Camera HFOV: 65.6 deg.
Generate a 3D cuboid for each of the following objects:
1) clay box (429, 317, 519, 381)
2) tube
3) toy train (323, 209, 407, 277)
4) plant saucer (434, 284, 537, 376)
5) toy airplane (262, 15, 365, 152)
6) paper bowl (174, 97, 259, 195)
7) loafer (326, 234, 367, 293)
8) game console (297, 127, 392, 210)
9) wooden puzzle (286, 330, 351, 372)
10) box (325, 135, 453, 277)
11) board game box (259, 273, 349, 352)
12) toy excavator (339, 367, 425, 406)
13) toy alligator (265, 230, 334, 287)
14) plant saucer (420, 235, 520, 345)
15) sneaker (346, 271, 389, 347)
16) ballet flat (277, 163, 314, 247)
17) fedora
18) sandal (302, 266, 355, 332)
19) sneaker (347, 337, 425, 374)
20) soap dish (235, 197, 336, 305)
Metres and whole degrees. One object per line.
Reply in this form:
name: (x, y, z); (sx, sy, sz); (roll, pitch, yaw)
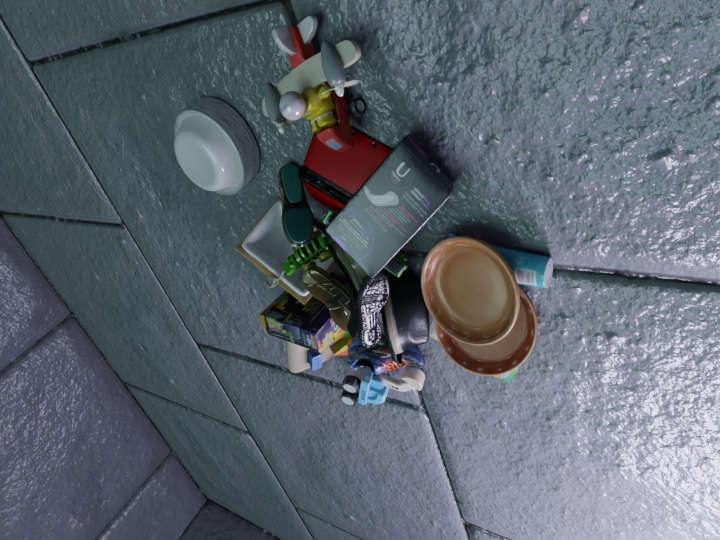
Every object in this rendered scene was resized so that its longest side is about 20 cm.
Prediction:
clay box: (0.240, 0.134, 1.140); (0.197, 0.048, 0.117); (31, 139, 13)
tube: (0.241, -0.013, 0.998); (0.195, 0.050, 0.080); (13, 99, 34)
toy train: (0.009, -0.054, 1.103); (0.197, 0.057, 0.042); (33, 110, -2)
plant saucer: (0.238, 0.099, 1.066); (0.194, 0.032, 0.207); (6, 105, 23)
toy airplane: (-0.091, -0.308, 0.929); (0.196, 0.142, 0.203); (29, 141, 16)
paper bowl: (-0.323, -0.257, 1.213); (0.196, 0.105, 0.205); (22, 138, 21)
loafer: (0.000, 0.000, 1.185); (0.203, 0.067, 0.076); (59, 171, -9)
game console: (-0.010, -0.176, 1.087); (0.197, 0.121, 0.173); (31, 173, 13)
wooden puzzle: (-0.082, 0.173, 1.358); (0.188, 0.194, 0.047); (94, 154, -46)
box: (0.051, -0.110, 0.959); (0.122, 0.106, 0.200); (43, 112, -4)
board game box: (-0.105, 0.082, 1.266); (0.161, 0.200, 0.058); (12, 129, 30)
toy excavator: (0.057, 0.283, 1.422); (0.194, 0.101, 0.197); (18, 140, 8)
toy alligator: (-0.124, -0.025, 1.136); (0.197, 0.054, 0.060); (-34, 76, 11)
plant saucer: (0.198, 0.034, 1.005); (0.196, 0.037, 0.206); (19, 120, 35)
sneaker: (0.008, 0.065, 1.076); (0.105, 0.058, 0.205); (-116, 25, -52)
ballet flat: (-0.134, -0.120, 1.143); (0.066, 0.205, 0.076); (-5, 152, -15)
fedora: (0.095, 0.086, 1.152); (0.089, 0.203, 0.205); (-11, 125, 9)
sandal: (-0.045, 0.054, 1.166); (0.079, 0.055, 0.200); (-26, 122, 27)
sneaker: (0.058, 0.215, 1.332); (0.193, 0.080, 0.077); (3, 138, 16)
soap dish: (-0.152, -0.040, 1.238); (0.198, 0.159, 0.082); (37, 161, 6)
